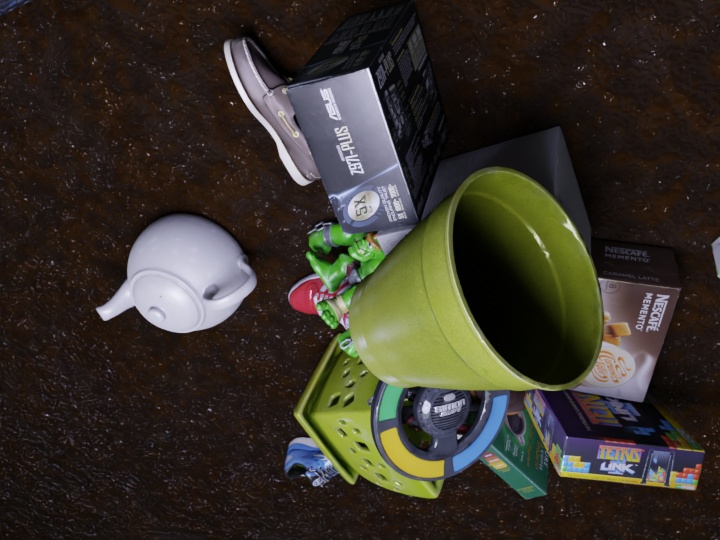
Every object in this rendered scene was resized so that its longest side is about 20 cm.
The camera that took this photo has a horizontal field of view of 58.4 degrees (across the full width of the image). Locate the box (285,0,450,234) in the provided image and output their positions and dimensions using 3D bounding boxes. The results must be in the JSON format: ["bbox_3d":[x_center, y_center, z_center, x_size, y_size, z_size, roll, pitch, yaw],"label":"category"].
[{"bbox_3d":[0.019,-0.162,0.672,0.086,0.200,0.164,-6,126,23],"label":"box"}]

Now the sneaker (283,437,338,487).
[{"bbox_3d":[-0.056,0.367,1.207,0.199,0.089,0.079,-11,125,27],"label":"sneaker"}]

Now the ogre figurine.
[{"bbox_3d":[0.000,0.000,0.844,0.120,0.200,0.098,-32,122,15],"label":"ogre figurine"}]

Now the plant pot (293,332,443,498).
[{"bbox_3d":[0.025,0.206,0.981,0.181,0.199,0.200,-11,124,34],"label":"plant pot"}]

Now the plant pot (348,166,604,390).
[{"bbox_3d":[0.091,0.032,0.624,0.200,0.201,0.193,43,140,-17],"label":"plant pot"}]

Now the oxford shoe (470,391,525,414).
[{"bbox_3d":[0.194,0.159,0.914,0.072,0.071,0.200,-8,148,44],"label":"oxford shoe"}]

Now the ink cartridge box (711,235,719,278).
[{"bbox_3d":[0.516,-0.002,0.713,0.199,0.067,0.117,29,131,-3],"label":"ink cartridge box"}]

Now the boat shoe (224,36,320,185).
[{"bbox_3d":[-0.090,-0.194,0.775,0.059,0.072,0.200,-16,125,23],"label":"boat shoe"}]

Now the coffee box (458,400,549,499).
[{"bbox_3d":[0.213,0.243,0.987,0.200,0.123,0.044,41,130,-17],"label":"coffee box"}]

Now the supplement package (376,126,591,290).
[{"bbox_3d":[0.151,-0.044,0.754,0.199,0.152,0.151,-12,123,27],"label":"supplement package"}]

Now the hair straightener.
[{"bbox_3d":[0.096,0.176,0.865,0.199,0.077,0.041,13,154,-27],"label":"hair straightener"}]

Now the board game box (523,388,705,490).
[{"bbox_3d":[0.319,0.201,0.844,0.164,0.200,0.057,7,104,0],"label":"board game box"}]

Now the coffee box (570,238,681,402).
[{"bbox_3d":[0.325,0.067,0.830,0.114,0.080,0.201,8,130,13],"label":"coffee box"}]

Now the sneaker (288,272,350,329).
[{"bbox_3d":[-0.028,0.059,0.928,0.199,0.113,0.071,-5,126,23],"label":"sneaker"}]

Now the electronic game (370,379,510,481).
[{"bbox_3d":[0.103,0.168,0.805,0.200,0.200,0.042,54,168,-24],"label":"electronic game"}]

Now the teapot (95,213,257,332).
[{"bbox_3d":[-0.267,0.023,0.964,0.197,0.146,0.200,29,131,-6],"label":"teapot"}]

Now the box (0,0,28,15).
[{"bbox_3d":[-0.430,-0.334,0.693,0.106,0.200,0.123,-13,122,28],"label":"box"}]
